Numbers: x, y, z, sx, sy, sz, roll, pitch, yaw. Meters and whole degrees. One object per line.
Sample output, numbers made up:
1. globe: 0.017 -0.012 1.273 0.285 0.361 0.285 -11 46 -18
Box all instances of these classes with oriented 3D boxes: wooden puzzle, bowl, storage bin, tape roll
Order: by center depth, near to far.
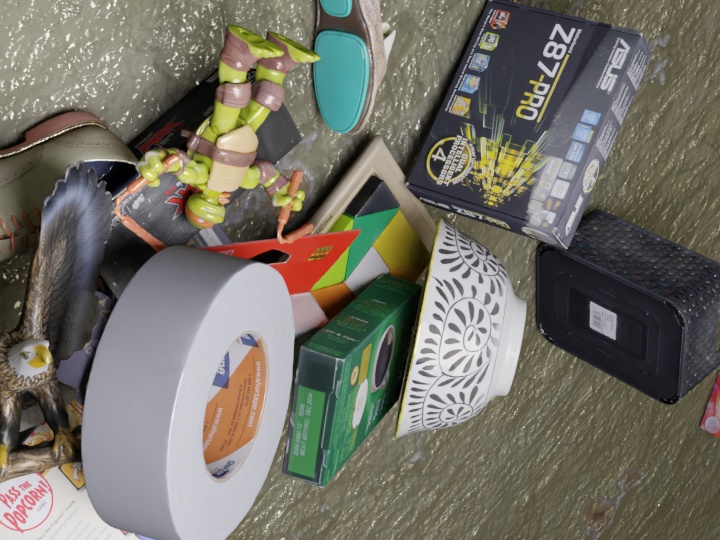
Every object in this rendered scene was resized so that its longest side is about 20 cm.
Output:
1. tape roll: -0.113 0.087 0.953 0.200 0.066 0.202 11 90 -71
2. bowl: 0.094 0.060 1.235 0.201 0.093 0.203 12 90 -87
3. wooden puzzle: 0.000 0.000 1.270 0.186 0.037 0.200 -53 146 -13
4. storage bin: 0.295 0.037 1.505 0.093 0.199 0.136 -32 134 -33

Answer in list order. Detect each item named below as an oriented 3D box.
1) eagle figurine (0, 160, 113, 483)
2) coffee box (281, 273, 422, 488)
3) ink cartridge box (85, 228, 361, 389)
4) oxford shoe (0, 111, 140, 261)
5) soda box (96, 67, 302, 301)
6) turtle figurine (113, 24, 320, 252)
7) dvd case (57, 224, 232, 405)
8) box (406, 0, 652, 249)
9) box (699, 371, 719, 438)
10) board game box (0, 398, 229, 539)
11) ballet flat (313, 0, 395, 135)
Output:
1. eagle figurine: -0.230 0.037 0.909 0.151 0.150 0.202 -16 95 -60
2. coffee box: -0.005 0.091 1.200 0.200 0.044 0.124 -41 144 -62
3. ink cartridge box: -0.098 0.044 1.107 0.199 0.044 0.174 -9 149 -49
4. oxford shoe: -0.243 -0.041 0.951 0.200 0.074 0.071 -38 137 -22
5. soda box: -0.141 -0.070 1.050 0.200 0.063 0.071 -43 126 -21
6. turtle figurine: -0.088 -0.093 1.003 0.199 0.064 0.162 6 115 -48
7. dvd case: -0.174 0.045 1.130 0.200 0.016 0.149 -49 140 -16
8. box: 0.152 -0.136 1.250 0.201 0.160 0.049 -64 150 -8
9. box: 0.600 0.202 2.032 0.199 0.099 0.096 -1 113 -47
10. board game box: -0.197 0.214 1.029 0.200 0.046 0.152 44 83 -7
11. ballet flat: -0.001 -0.209 1.135 0.067 0.068 0.202 -36 137 -39
